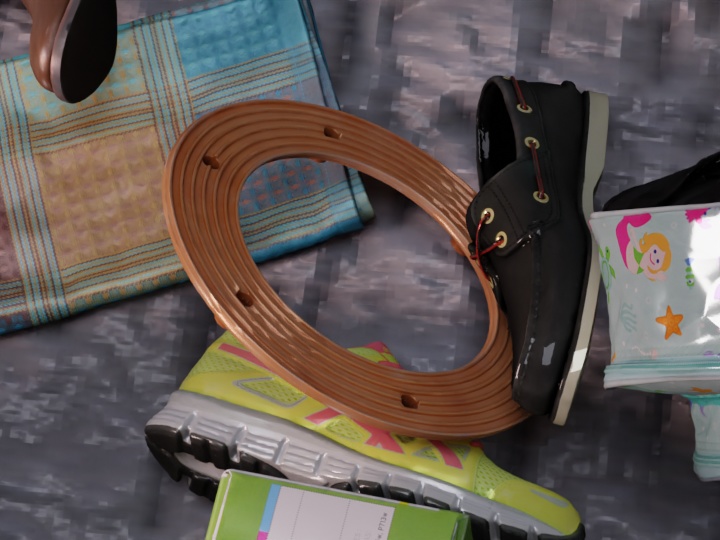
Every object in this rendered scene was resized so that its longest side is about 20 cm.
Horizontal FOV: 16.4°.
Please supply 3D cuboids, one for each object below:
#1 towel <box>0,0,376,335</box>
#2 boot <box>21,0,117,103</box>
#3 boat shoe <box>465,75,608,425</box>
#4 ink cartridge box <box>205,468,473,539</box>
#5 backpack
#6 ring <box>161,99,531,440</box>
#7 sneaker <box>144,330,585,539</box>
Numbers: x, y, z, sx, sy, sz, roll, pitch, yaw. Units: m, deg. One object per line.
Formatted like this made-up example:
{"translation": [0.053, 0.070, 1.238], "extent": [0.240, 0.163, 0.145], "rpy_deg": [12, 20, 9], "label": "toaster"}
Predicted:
{"translation": [-0.105, -0.057, 1.209], "extent": [0.200, 0.022, 0.147], "rpy_deg": [-16, 64, -3], "label": "towel"}
{"translation": [-0.216, -0.147, 1.218], "extent": [0.200, 0.064, 0.186], "rpy_deg": [4, 37, 3], "label": "boot"}
{"translation": [0.076, -0.011, 1.121], "extent": [0.063, 0.074, 0.201], "rpy_deg": [11, 44, -6], "label": "boat shoe"}
{"translation": [-0.056, 0.140, 1.045], "extent": [0.200, 0.148, 0.076], "rpy_deg": [11, 66, 9], "label": "ink cartridge box"}
{"translation": [0.197, 0.015, 1.040], "extent": [0.200, 0.177, 0.151], "rpy_deg": [2, 86, -39], "label": "backpack"}
{"translation": [0.000, 0.000, 1.117], "extent": [0.200, 0.019, 0.201], "rpy_deg": [23, 38, -19], "label": "ring"}
{"translation": [0.010, 0.074, 1.112], "extent": [0.200, 0.078, 0.090], "rpy_deg": [20, 59, 10], "label": "sneaker"}
